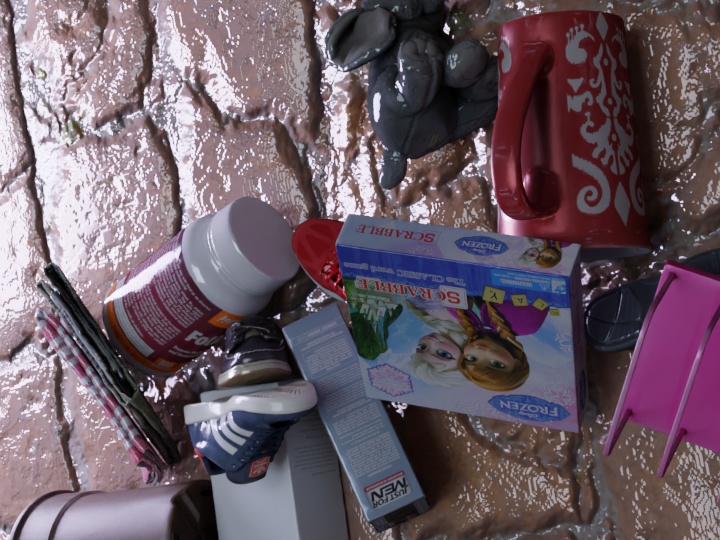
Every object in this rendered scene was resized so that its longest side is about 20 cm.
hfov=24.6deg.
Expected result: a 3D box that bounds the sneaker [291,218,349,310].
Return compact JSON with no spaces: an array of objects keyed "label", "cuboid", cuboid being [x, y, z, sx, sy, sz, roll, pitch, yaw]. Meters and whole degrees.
[{"label":"sneaker","cuboid":[0.000,0.000,1.537,0.200,0.116,0.078,33,89,26]}]

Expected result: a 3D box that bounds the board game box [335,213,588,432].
[{"label":"board game box","cuboid":[0.090,0.047,1.400,0.200,0.041,0.200,8,138,19]}]

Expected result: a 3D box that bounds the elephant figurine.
[{"label":"elephant figurine","cuboid":[0.041,-0.210,1.517,0.200,0.155,0.142,57,166,34]}]

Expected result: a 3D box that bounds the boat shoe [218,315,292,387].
[{"label":"boat shoe","cuboid":[-0.103,0.077,1.596,0.072,0.200,0.065,-8,88,0]}]

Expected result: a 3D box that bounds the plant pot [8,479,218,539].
[{"label":"plant pot","cuboid":[-0.225,0.305,1.696,0.198,0.200,0.201,-18,81,30]}]

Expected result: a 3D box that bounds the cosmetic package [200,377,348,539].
[{"label":"cosmetic package","cuboid":[-0.084,0.211,1.644,0.113,0.081,0.200,-9,87,38]}]

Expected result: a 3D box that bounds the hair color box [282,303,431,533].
[{"label":"hair color box","cuboid":[-0.003,0.141,1.557,0.061,0.099,0.200,-24,74,-1]}]

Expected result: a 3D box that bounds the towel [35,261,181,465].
[{"label":"towel","cuboid":[-0.264,0.102,1.723,0.035,0.200,0.193,-33,63,-9]}]

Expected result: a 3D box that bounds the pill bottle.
[{"label":"pill bottle","cuboid":[-0.160,0.015,1.674,0.200,0.114,0.114,-35,71,34]}]

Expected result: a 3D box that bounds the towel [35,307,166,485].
[{"label":"towel","cuboid":[-0.276,0.134,1.744,0.030,0.146,0.200,-36,76,-9]}]

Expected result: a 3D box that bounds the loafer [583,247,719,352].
[{"label":"loafer","cuboid":[0.283,0.028,1.368,0.200,0.063,0.072,-16,67,33]}]

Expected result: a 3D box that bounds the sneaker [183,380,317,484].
[{"label":"sneaker","cuboid":[-0.095,0.155,1.541,0.200,0.075,0.085,-18,84,59]}]

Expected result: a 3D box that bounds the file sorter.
[{"label":"file sorter","cuboid":[0.300,0.103,1.259,0.200,0.125,0.139,19,112,14]}]

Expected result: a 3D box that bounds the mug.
[{"label":"mug","cuboid":[0.175,-0.113,1.380,0.133,0.178,0.200,-2,85,5]}]
